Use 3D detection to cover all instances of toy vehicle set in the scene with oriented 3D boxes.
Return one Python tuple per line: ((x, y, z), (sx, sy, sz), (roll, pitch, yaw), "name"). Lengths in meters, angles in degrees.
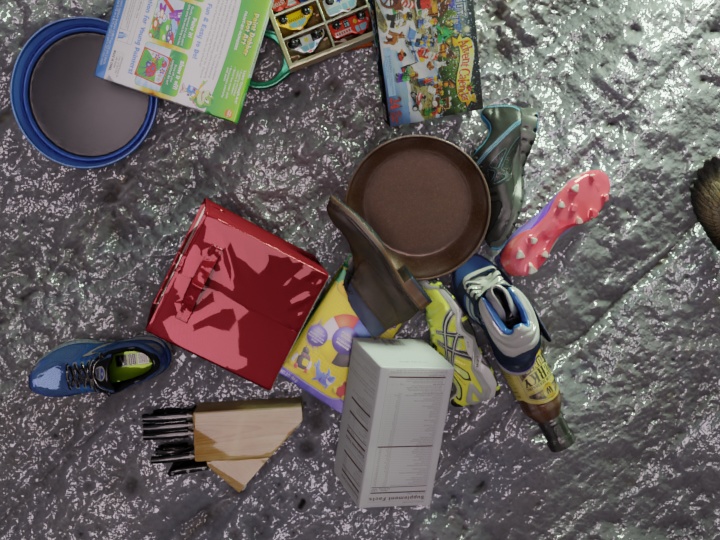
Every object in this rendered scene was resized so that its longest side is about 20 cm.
((-0.027, -0.365, 1.344), (0.198, 0.027, 0.126), (-23, 88, -3), "toy vehicle set")

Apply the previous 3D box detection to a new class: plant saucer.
((0.077, -0.087, 1.345), (0.197, 0.037, 0.203), (1, 109, 2), "plant saucer")

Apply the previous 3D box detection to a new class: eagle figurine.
((0.543, -0.052, 1.359), (0.199, 0.151, 0.152), (33, 57, -21), "eagle figurine")

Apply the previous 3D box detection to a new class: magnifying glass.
((-0.083, -0.301, 1.363), (0.197, 0.022, 0.081), (-12, 92, -3), "magnifying glass")

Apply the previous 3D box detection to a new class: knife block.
((-0.200, 0.212, 1.387), (0.175, 0.064, 0.200), (42, 93, -6), "knife block")

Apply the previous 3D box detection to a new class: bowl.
((-0.372, -0.240, 1.348), (0.197, 0.039, 0.204), (0, 96, -3), "bowl")

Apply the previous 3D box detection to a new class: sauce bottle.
((0.245, 0.160, 1.403), (0.064, 0.065, 0.202), (-29, 97, 1), "sauce bottle")

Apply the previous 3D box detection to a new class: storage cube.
((-0.164, 0.026, 1.309), (0.178, 0.200, 0.173), (27, 93, -11), "storage cube")

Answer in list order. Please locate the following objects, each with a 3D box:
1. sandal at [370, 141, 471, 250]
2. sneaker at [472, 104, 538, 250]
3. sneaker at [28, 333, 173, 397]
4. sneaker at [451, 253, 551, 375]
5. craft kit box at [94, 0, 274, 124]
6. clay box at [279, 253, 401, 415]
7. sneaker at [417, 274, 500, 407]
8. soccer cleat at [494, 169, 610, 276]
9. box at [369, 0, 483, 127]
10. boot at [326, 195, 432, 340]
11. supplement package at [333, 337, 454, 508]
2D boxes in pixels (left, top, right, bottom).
((0.086, -0.098, 1.385), (0.200, 0.043, 0.076), (43, 101, -10), "sandal")
((0.189, -0.130, 1.372), (0.081, 0.073, 0.203), (10, 85, 0), "sneaker")
((-0.361, 0.132, 1.359), (0.197, 0.089, 0.080), (-13, 95, -1), "sneaker")
((0.177, 0.031, 1.307), (0.080, 0.147, 0.202), (-22, 60, -4), "sneaker")
((-0.227, -0.320, 1.305), (0.195, 0.049, 0.203), (18, 95, -1), "craft kit box")
((-0.018, 0.085, 1.391), (0.114, 0.048, 0.201), (32, 94, -6), "clay box")
((0.123, 0.101, 1.386), (0.076, 0.075, 0.202), (-27, 95, 0), "sneaker")
((0.267, -0.070, 1.384), (0.200, 0.076, 0.067), (-46, 111, -13), "soccer cleat")
((0.088, -0.306, 1.328), (0.135, 0.038, 0.203), (-12, 113, -7), "box")
((0.000, 0.000, 1.318), (0.097, 0.075, 0.200), (-40, 104, 5), "boot")
((0.042, 0.206, 1.347), (0.112, 0.109, 0.203), (4, 105, -22), "supplement package")
